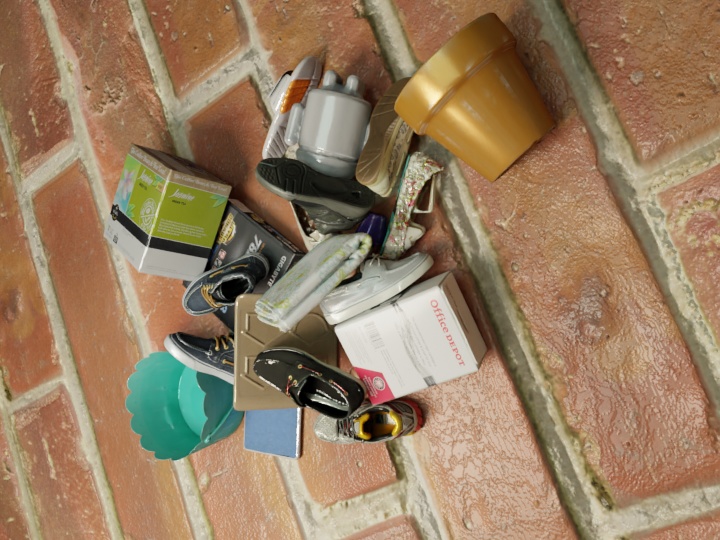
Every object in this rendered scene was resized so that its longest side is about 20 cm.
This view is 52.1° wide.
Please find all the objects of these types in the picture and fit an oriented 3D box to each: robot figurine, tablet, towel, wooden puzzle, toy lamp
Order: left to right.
[{"bbox_3d":[-0.162,0.242,1.367,0.129,0.014,0.202,2,89,30],"label":"tablet"},{"bbox_3d":[-0.131,0.140,1.282,0.046,0.183,0.202,-171,83,-69],"label":"wooden puzzle"},{"bbox_3d":[-0.077,0.015,1.178,0.200,0.171,0.048,-44,105,-12],"label":"towel"},{"bbox_3d":[-0.046,-0.232,1.252,0.168,0.113,0.202,16,97,13],"label":"robot figurine"},{"bbox_3d":[0.000,0.000,1.254,0.058,0.058,0.202,20,98,28],"label":"toy lamp"}]

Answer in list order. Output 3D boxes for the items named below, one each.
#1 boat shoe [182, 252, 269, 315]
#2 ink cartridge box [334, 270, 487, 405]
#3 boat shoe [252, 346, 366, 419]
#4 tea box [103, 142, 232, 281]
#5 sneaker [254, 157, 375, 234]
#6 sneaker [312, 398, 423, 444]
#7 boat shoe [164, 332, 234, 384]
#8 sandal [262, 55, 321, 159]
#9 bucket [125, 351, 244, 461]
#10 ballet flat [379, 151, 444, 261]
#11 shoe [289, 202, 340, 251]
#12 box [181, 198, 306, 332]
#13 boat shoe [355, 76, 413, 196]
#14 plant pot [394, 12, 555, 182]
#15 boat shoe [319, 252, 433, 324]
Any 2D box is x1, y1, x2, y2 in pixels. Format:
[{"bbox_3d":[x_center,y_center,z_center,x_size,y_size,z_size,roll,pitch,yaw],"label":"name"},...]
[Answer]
[{"bbox_3d":[-0.257,0.037,1.315,0.199,0.091,0.071,-30,105,24],"label":"boat shoe"},{"bbox_3d":[0.082,0.109,1.170,0.199,0.083,0.146,-23,97,26],"label":"ink cartridge box"},{"bbox_3d":[-0.091,0.180,1.189,0.200,0.063,0.074,19,117,19],"label":"boat shoe"},{"bbox_3d":[-0.369,-0.111,1.392,0.199,0.133,0.198,30,103,47],"label":"tea box"},{"bbox_3d":[-0.084,-0.116,1.219,0.114,0.197,0.077,122,160,-56],"label":"sneaker"},{"bbox_3d":[0.001,0.252,1.235,0.198,0.082,0.079,-15,82,29],"label":"sneaker"},{"bbox_3d":[-0.242,0.138,1.311,0.091,0.199,0.071,-55,26,11],"label":"boat shoe"},{"bbox_3d":[-0.142,-0.298,1.327,0.059,0.079,0.208,35,108,22],"label":"sandal"},{"bbox_3d":[-0.324,0.245,1.389,0.205,0.134,0.210,0,90,29],"label":"bucket"},{"bbox_3d":[0.083,-0.094,1.203,0.063,0.076,0.202,19,102,12],"label":"ballet flat"},{"bbox_3d":[-0.086,-0.081,1.306,0.070,0.053,0.201,-31,74,25],"label":"shoe"},{"bbox_3d":[-0.224,-0.001,1.387,0.198,0.050,0.201,39,108,25],"label":"box"},{"bbox_3d":[0.053,-0.220,1.205,0.073,0.063,0.202,12,75,47],"label":"boat shoe"},{"bbox_3d":[0.183,-0.240,1.092,0.200,0.200,0.184,-42,86,22],"label":"plant pot"},{"bbox_3d":[0.019,0.013,1.181,0.200,0.070,0.072,-29,99,9],"label":"boat shoe"}]
